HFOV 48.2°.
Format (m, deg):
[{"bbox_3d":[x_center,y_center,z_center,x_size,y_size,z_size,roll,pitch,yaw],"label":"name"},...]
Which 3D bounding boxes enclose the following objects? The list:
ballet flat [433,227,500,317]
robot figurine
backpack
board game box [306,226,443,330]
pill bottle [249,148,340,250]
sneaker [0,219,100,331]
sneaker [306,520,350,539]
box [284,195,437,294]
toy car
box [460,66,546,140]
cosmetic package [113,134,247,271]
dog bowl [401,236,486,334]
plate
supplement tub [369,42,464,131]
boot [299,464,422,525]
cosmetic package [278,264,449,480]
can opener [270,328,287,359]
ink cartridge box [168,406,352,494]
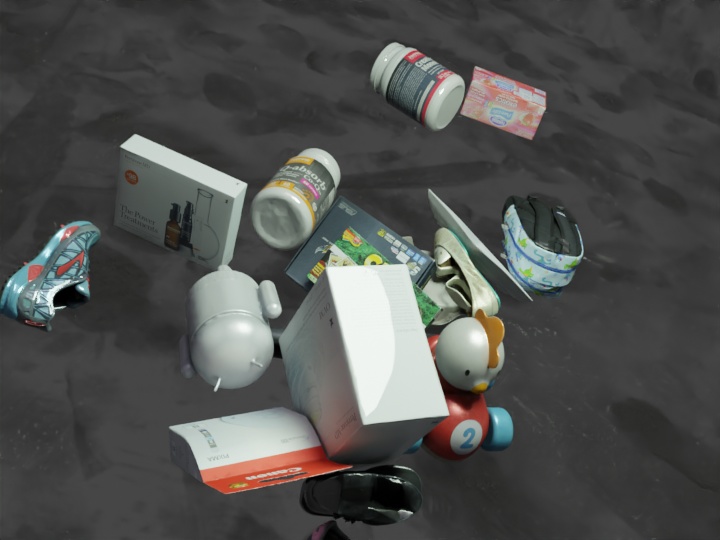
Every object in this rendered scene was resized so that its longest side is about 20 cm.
[{"bbox_3d":[0.157,0.003,1.321,0.061,0.068,0.201,-16,47,-19],"label":"ballet flat"},{"bbox_3d":[-0.181,0.080,1.103,0.113,0.168,0.201,45,12,-37],"label":"robot figurine"},{"bbox_3d":[0.344,-0.043,1.516,0.160,0.157,0.200,19,14,-9],"label":"backpack"},{"bbox_3d":[0.020,0.034,1.228,0.199,0.023,0.105,41,84,19],"label":"board game box"},{"bbox_3d":[-0.108,-0.131,1.416,0.114,0.118,0.201,23,36,4],"label":"pill bottle"},{"bbox_3d":[-0.416,0.013,1.135,0.094,0.080,0.201,30,45,-2],"label":"sneaker"},{"bbox_3d":[0.011,0.360,0.877,0.199,0.083,0.070,37,39,20],"label":"sneaker"},{"bbox_3d":[0.000,0.000,1.283,0.198,0.051,0.159,35,83,20],"label":"box"},{"bbox_3d":[0.141,0.143,1.092,0.180,0.201,0.180,4,54,-24],"label":"toy car"},{"bbox_3d":[0.359,-0.421,2.025,0.196,0.096,0.103,19,36,-1],"label":"box"},{"bbox_3d":[-0.286,-0.103,1.265,0.196,0.153,0.052,23,35,5],"label":"cosmetic package"},{"bbox_3d":[0.117,0.028,1.371,0.195,0.059,0.202,13,38,-10],"label":"dog bowl"},{"bbox_3d":[0.205,-0.036,1.438,0.199,0.032,0.200,39,12,-40],"label":"plate"},{"bbox_3d":[0.133,-0.432,1.893,0.199,0.142,0.140,36,39,21],"label":"supplement tub"},{"bbox_3d":[0.026,0.254,0.922,0.161,0.200,0.067,-3,73,-18],"label":"boot"},{"bbox_3d":[-0.006,0.131,1.016,0.120,0.200,0.204,-3,61,-27],"label":"cosmetic package"},{"bbox_3d":[-0.055,0.116,1.172,0.195,0.064,0.079,16,37,-7],"label":"can opener"},{"bbox_3d":[-0.122,0.206,0.944,0.157,0.049,0.199,-4,0,-30],"label":"ink cartridge box"}]
